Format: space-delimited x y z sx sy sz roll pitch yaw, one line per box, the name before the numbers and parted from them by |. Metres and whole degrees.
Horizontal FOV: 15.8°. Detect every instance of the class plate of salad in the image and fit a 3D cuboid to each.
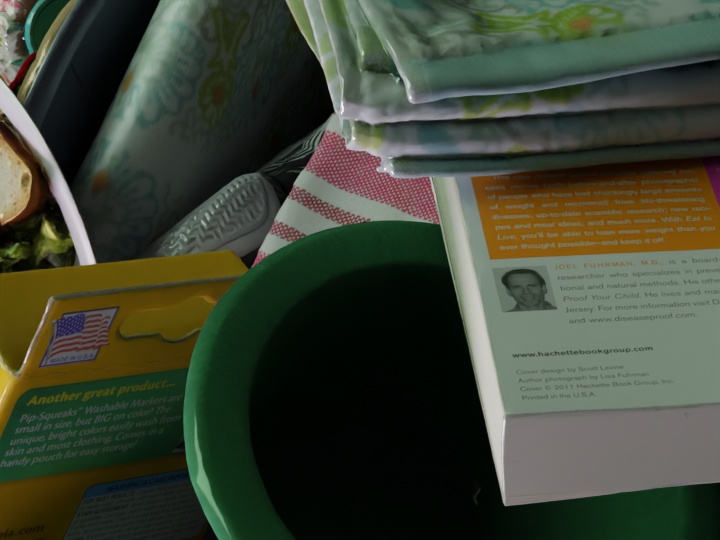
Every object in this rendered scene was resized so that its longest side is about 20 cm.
plate of salad | -0.159 0.003 0.995 0.200 0.048 0.201 30 131 41

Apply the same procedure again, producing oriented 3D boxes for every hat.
hat | -0.004 0.095 0.842 0.166 0.199 0.176 -57 -3 -39

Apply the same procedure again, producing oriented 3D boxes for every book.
book | 0.093 -0.014 0.773 0.200 0.133 0.048 -99 6 -54

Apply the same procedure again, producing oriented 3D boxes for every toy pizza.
toy pizza | -0.116 -0.057 1.099 0.200 0.032 0.201 22 -90 -77

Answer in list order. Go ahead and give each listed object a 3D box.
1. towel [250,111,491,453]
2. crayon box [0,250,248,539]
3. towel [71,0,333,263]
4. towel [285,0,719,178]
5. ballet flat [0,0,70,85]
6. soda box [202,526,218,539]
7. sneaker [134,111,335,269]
towel | 0.043 -0.040 0.909 0.146 0.030 0.201 17 72 39
crayon box | -0.102 0.064 0.892 0.052 0.125 0.201 49 127 31
towel | -0.069 -0.045 1.105 0.200 0.048 0.172 57 -127 -74
towel | 0.070 -0.097 0.812 0.171 0.199 0.048 -114 24 -49
ballet flat | -0.124 -0.057 1.205 0.064 0.201 0.076 14 44 46
soda box | -0.060 0.132 1.026 0.068 0.063 0.200 -62 23 12
sneaker | 0.000 0.000 1.022 0.075 0.115 0.200 -34 3 45
